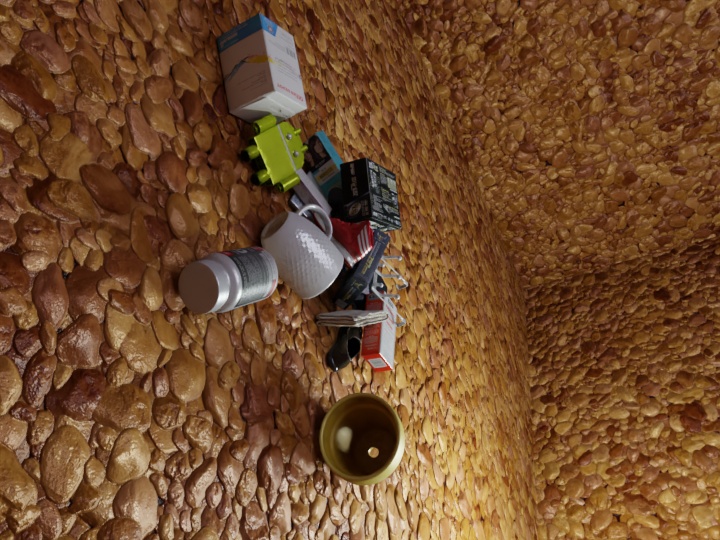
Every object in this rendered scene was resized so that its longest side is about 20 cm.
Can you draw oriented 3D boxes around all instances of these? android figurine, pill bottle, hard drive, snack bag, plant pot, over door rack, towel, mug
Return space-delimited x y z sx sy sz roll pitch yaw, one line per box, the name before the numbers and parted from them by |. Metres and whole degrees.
android figurine | -0.206 -0.291 1.535 0.199 0.041 0.185 -38 115 -42
pill bottle | -0.258 0.018 1.224 0.199 0.112 0.116 -17 90 -66
hard drive | 0.031 0.071 1.890 0.136 0.042 0.201 61 28 -26
snack bag | -0.105 -0.162 1.720 0.201 0.021 0.190 50 31 -18
plant pot | 0.018 0.421 1.497 0.190 0.196 0.205 63 22 -58
over door rack | 0.096 0.040 1.761 0.201 0.065 0.150 55 32 -43
towel | -0.020 0.124 1.645 0.199 0.130 0.035 -1 91 -65
mug | -0.135 -0.066 1.475 0.176 0.146 0.202 48 58 -28

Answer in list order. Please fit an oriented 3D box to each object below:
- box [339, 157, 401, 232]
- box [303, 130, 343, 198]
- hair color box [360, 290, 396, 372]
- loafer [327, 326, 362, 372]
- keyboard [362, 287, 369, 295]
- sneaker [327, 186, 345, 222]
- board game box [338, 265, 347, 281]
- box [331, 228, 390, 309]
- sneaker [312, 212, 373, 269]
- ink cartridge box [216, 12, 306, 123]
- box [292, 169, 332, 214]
box | 0.030 -0.201 1.710 0.199 0.084 0.168 9 73 -63
box | -0.090 -0.284 1.749 0.202 0.082 0.049 57 29 -3
hair color box | 0.055 0.172 1.762 0.102 0.060 0.203 53 34 -45
loafer | -0.024 0.200 1.659 0.074 0.070 0.201 63 26 -20
keyboard | 0.001 -0.026 1.830 0.056 0.011 0.204 23 54 -53
sneaker | -0.057 -0.137 1.682 0.084 0.074 0.204 9 63 -62
board game box | -0.052 -0.080 1.813 0.137 0.034 0.202 58 29 -30
box | 0.000 0.000 1.652 0.050 0.200 0.160 29 61 -7
sneaker | -0.034 -0.102 1.593 0.201 0.114 0.079 53 -7 29
ink cartridge box | -0.242 -0.483 1.525 0.146 0.142 0.205 8 67 -62
box | -0.152 -0.224 1.638 0.201 0.038 0.042 52 32 -17
